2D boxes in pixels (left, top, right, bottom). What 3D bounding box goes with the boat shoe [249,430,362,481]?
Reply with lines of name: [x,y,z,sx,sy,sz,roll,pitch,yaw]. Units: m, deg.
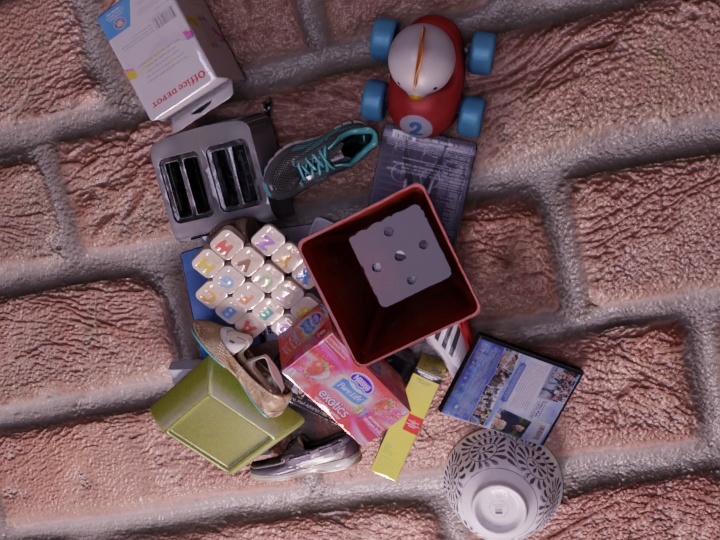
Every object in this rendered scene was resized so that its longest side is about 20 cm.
boat shoe: [-0.097,0.312,1.534,0.197,0.072,0.066,-11,96,11]

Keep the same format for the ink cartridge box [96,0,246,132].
ink cartridge box: [-0.279,-0.324,1.376,0.128,0.125,0.202,-27,92,17]

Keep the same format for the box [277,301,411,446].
box: [-0.024,0.157,1.367,0.102,0.095,0.200,-36,119,11]

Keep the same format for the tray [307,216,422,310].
tray: [0.000,0.000,1.446,0.198,0.022,0.109,23,93,5]

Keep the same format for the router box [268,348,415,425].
router box: [-0.034,0.162,1.464,0.198,0.052,0.158,28,108,-12]

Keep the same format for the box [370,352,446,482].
box: [0.079,0.240,1.472,0.050,0.075,0.202,24,107,5]

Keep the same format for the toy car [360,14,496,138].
toy car: [0.086,-0.276,1.271,0.182,0.200,0.179,11,101,10]

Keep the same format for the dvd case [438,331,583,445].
dvd case: [0.236,0.187,1.409,0.198,0.018,0.144,20,106,-20]

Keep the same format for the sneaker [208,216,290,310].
sneaker: [-0.167,-0.001,1.405,0.075,0.071,0.201,-5,128,23]

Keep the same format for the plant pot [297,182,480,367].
plant pot: [0.049,-0.006,1.330,0.198,0.176,0.202,-25,96,11]

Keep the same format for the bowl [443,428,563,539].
bowl: [0.228,0.366,1.460,0.198,0.094,0.204,3,105,11]

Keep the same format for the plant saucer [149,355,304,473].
plant saucer: [-0.227,0.254,1.487,0.199,0.048,0.200,38,125,-19]

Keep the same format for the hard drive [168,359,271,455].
hard drive: [-0.235,0.234,1.527,0.130,0.026,0.202,-3,125,13]

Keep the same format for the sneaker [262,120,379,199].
sneaker: [-0.056,-0.170,1.346,0.199,0.091,0.078,-33,105,-16]

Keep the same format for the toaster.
toaster: [-0.214,-0.151,1.416,0.178,0.119,0.203,-11,101,14]

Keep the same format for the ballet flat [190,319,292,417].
ballet flat: [-0.178,0.139,1.408,0.065,0.071,0.200,-39,98,20]

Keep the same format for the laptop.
laptop: [-0.161,0.039,1.453,0.197,0.116,0.190,-7,103,14]

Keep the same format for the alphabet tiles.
alphabet tiles: [-0.153,0.022,1.358,0.200,0.015,0.195,40,123,-18]

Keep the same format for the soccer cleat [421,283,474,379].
soccer cleat: [0.145,0.119,1.436,0.084,0.069,0.203,-9,103,29]

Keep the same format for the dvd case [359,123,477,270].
dvd case: [0.089,-0.113,1.403,0.147,0.016,0.203,13,101,5]
